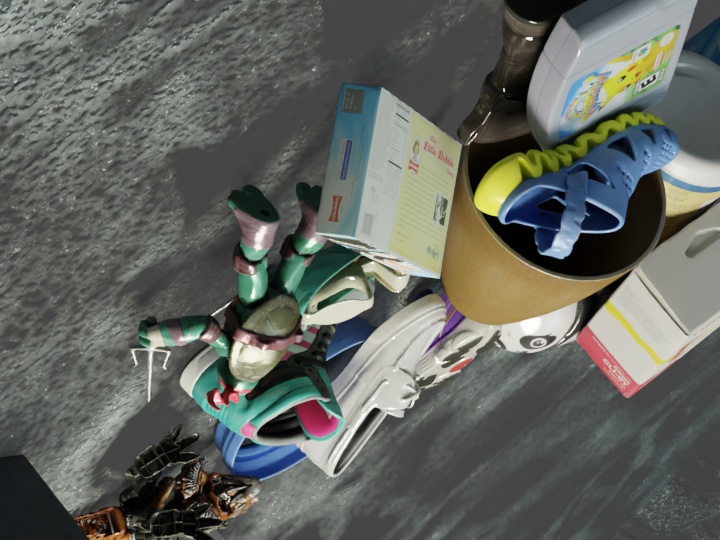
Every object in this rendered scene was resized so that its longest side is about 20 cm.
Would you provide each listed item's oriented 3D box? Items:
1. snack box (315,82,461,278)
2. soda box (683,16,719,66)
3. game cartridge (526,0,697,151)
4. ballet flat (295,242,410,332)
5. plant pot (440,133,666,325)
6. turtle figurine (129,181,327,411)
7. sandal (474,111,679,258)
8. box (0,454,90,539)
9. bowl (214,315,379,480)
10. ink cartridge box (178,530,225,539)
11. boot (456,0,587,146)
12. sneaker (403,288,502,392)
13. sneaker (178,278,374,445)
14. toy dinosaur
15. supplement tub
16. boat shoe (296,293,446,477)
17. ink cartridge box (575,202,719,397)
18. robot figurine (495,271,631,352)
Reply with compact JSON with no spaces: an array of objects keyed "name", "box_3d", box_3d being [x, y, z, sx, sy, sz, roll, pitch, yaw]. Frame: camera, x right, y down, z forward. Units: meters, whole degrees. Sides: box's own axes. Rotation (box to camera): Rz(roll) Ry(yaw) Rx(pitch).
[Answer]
[{"name":"snack box","box_3d":[0.026,-0.067,1.442,0.200,0.037,0.117,24,75,-67]},{"name":"soda box","box_3d":[0.368,-0.211,1.806,0.200,0.064,0.068,-37,159,-13]},{"name":"game cartridge","box_3d":[0.196,-0.161,1.464,0.133,0.041,0.200,-26,159,-11]},{"name":"ballet flat","box_3d":[0.000,0.000,1.563,0.200,0.070,0.067,-31,156,-27]},{"name":"plant pot","box_3d":[0.148,-0.033,1.638,0.186,0.187,0.200,-30,166,-28]},{"name":"turtle figurine","box_3d":[-0.088,0.028,1.434,0.150,0.101,0.200,-25,146,-54]},{"name":"sandal","box_3d":[0.188,-0.065,1.499,0.200,0.087,0.080,-24,157,-29]},{"name":"box","box_3d":[-0.295,0.285,1.422,0.197,0.200,0.124,-50,159,22]},{"name":"bowl","box_3d":[-0.054,0.120,1.748,0.200,0.039,0.201,-35,158,-16]},{"name":"ink cartridge box","box_3d":[-0.219,0.351,1.845,0.200,0.084,0.146,-9,142,-55]},{"name":"boot","box_3d":[0.174,-0.189,1.509,0.199,0.069,0.174,-22,152,-20]},{"name":"sneaker","box_3d":[0.066,0.067,1.816,0.080,0.084,0.200,-8,157,-41]},{"name":"sneaker","box_3d":[-0.042,0.082,1.579,0.200,0.121,0.084,-33,158,-22]},{"name":"toy dinosaur","box_3d":[-0.180,0.219,1.652,0.200,0.102,0.136,-33,172,-29]},{"name":"supplement tub","box_3d":[0.262,-0.096,1.713,0.144,0.145,0.200,-25,164,-36]},{"name":"boat shoe","box_3d":[0.019,0.109,1.702,0.200,0.069,0.072,-46,159,11]},{"name":"ink cartridge box","box_3d":[0.304,0.024,1.731,0.145,0.083,0.200,-35,168,-18]},{"name":"robot figurine","box_3d":[0.189,0.017,1.844,0.200,0.125,0.150,-13,144,-57]}]
